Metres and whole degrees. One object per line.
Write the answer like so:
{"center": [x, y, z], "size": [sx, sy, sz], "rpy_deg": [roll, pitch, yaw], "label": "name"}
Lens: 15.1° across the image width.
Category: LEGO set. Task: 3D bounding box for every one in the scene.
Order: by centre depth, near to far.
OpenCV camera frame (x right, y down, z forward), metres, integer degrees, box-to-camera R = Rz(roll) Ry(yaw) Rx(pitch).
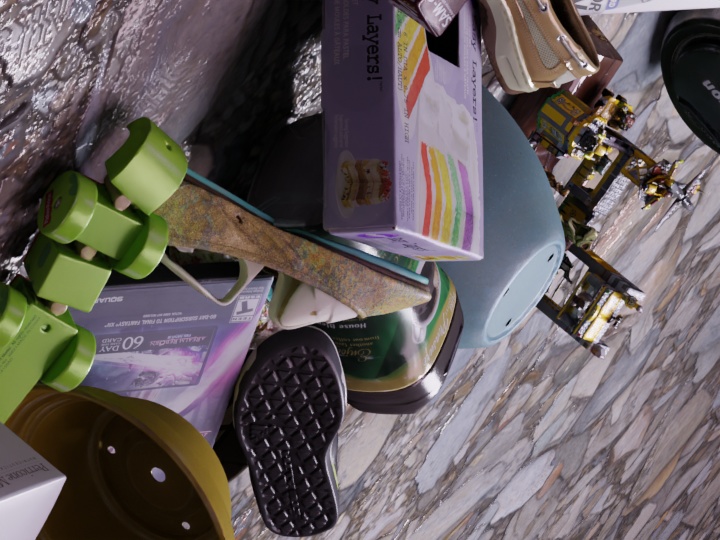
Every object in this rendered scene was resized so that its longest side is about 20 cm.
{"center": [0.168, -0.026, 2.029], "size": [0.200, 0.116, 0.154], "rpy_deg": [-52, 147, 4], "label": "LEGO set"}

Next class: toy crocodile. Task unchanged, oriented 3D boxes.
{"center": [-0.167, 0.003, 1.523], "size": [0.067, 0.062, 0.200], "rpy_deg": [26, 106, -31], "label": "toy crocodile"}

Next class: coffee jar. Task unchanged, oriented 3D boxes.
{"center": [0.000, 0.000, 1.752], "size": [0.200, 0.085, 0.105], "rpy_deg": [64, 37, -43], "label": "coffee jar"}

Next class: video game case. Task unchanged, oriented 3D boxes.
{"center": [-0.144, 0.074, 1.663], "size": [0.142, 0.019, 0.201], "rpy_deg": [-4, 135, -27], "label": "video game case"}

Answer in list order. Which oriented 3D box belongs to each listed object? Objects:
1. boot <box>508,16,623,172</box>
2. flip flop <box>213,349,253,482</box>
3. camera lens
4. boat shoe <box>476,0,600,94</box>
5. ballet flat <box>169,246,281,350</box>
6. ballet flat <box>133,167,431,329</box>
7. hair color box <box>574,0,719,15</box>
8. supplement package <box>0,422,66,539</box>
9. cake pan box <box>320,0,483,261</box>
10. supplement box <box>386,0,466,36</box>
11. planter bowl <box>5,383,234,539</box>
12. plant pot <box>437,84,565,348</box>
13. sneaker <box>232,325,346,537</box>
{"center": [0.155, -0.101, 2.108], "size": [0.201, 0.064, 0.186], "rpy_deg": [-62, 158, 13], "label": "boot"}
{"center": [-0.080, 0.068, 1.840], "size": [0.201, 0.081, 0.058], "rpy_deg": [-57, 176, -3], "label": "flip flop"}
{"center": [0.359, -0.193, 2.266], "size": [0.200, 0.160, 0.160], "rpy_deg": [-41, 159, -30], "label": "camera lens"}
{"center": [0.104, -0.196, 1.685], "size": [0.200, 0.076, 0.072], "rpy_deg": [64, 29, -45], "label": "boat shoe"}
{"center": [-0.087, 0.015, 1.718], "size": [0.064, 0.076, 0.200], "rpy_deg": [-40, 158, 0], "label": "ballet flat"}
{"center": [-0.055, -0.003, 1.595], "size": [0.071, 0.199, 0.071], "rpy_deg": [-51, -155, 34], "label": "ballet flat"}
{"center": [0.184, -0.226, 1.775], "size": [0.199, 0.064, 0.111], "rpy_deg": [-6, 143, -15], "label": "hair color box"}
{"center": [-0.279, 0.157, 1.445], "size": [0.200, 0.111, 0.156], "rpy_deg": [-19, 142, -60], "label": "supplement package"}
{"center": [0.027, -0.111, 1.643], "size": [0.184, 0.052, 0.201], "rpy_deg": [23, 66, -72], "label": "cake pan box"}
{"center": [0.058, -0.246, 1.528], "size": [0.200, 0.109, 0.061], "rpy_deg": [-53, 161, -2], "label": "supplement box"}
{"center": [-0.139, 0.139, 1.622], "size": [0.083, 0.200, 0.201], "rpy_deg": [-41, 160, -50], "label": "planter bowl"}
{"center": [0.064, -0.024, 1.905], "size": [0.200, 0.135, 0.200], "rpy_deg": [-45, 160, -22], "label": "plant pot"}
{"center": [-0.048, 0.089, 1.756], "size": [0.201, 0.071, 0.083], "rpy_deg": [94, -5, -49], "label": "sneaker"}
